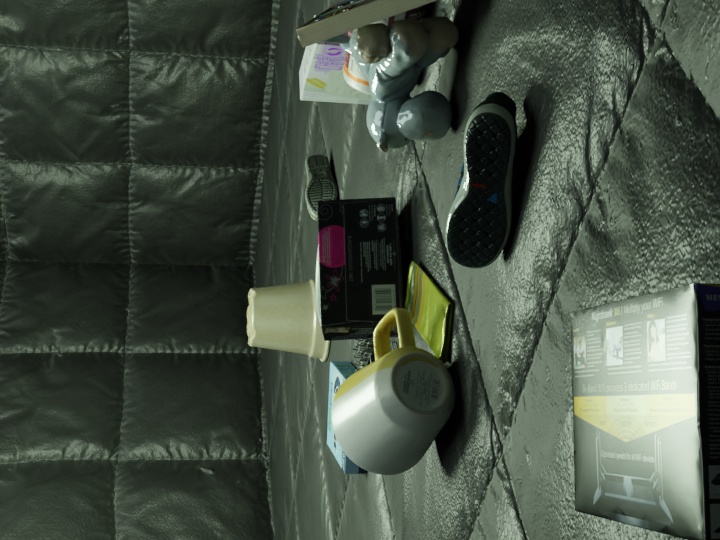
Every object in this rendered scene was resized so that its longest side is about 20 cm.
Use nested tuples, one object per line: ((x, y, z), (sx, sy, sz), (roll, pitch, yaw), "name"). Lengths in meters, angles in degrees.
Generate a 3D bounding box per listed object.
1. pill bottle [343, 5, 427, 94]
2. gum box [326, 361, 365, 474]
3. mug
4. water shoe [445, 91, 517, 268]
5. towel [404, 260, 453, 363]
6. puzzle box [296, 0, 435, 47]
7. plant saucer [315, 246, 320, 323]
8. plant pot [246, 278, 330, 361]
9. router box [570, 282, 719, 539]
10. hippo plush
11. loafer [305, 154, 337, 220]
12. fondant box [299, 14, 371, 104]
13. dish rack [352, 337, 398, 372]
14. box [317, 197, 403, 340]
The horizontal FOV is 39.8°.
((0.039, -0.373, 1.474), (0.115, 0.112, 0.203), (-104, 19, -53), "pill bottle")
((-0.026, 0.280, 1.919), (0.200, 0.044, 0.173), (-150, 62, -76), "gum box")
((0.042, 0.160, 1.316), (0.188, 0.148, 0.153), (56, 150, 12), "mug")
((0.143, -0.095, 1.093), (0.079, 0.070, 0.203), (-59, -19, -51), "water shoe")
((0.093, 0.055, 1.402), (0.200, 0.018, 0.088), (-123, 35, -70), "towel")
((0.028, -0.337, 1.248), (0.026, 0.197, 0.133), (67, -150, -20), "puzzle box")
((-0.057, 0.015, 2.086), (0.200, 0.049, 0.204), (180, 90, -79), "plant saucer")
((-0.171, 0.111, 2.320), (0.200, 0.180, 0.205), (-179, 90, -79), "plant pot")
((0.211, 0.100, 0.705), (0.200, 0.051, 0.160), (148, 123, -77), "router box")
((0.041, -0.239, 1.306), (0.159, 0.197, 0.164), (-32, -63, -66), "hippo plush")
((-0.088, -0.177, 2.242), (0.202, 0.074, 0.070), (-94, 0, -45), "loafer")
((-0.023, -0.359, 1.712), (0.200, 0.141, 0.059), (121, 149, -68), "fondant box")
((0.020, 0.129, 1.677), (0.155, 0.054, 0.202), (105, 162, -48), "dish rack")
((0.000, 0.000, 1.568), (0.115, 0.129, 0.204), (86, -179, -76), "box")
